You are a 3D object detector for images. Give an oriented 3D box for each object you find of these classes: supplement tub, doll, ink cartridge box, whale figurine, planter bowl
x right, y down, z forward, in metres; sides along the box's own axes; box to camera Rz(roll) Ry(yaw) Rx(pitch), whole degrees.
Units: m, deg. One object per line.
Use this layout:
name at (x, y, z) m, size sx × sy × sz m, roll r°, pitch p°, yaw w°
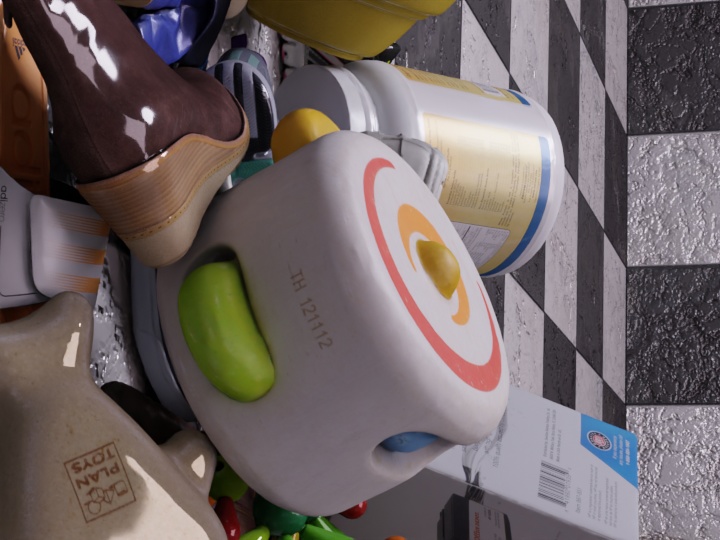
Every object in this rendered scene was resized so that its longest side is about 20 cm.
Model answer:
supplement tub at (0.037, -0.075, 1.222) m, size 0.198 × 0.144 × 0.147 m, roll 7°, pitch 79°, yaw -36°
doll at (-0.109, -0.172, 1.028) m, size 0.200 × 0.048 × 0.138 m, roll -39°, pitch 141°, yaw -71°
ink cartridge box at (0.087, 0.146, 1.149) m, size 0.145 × 0.198 × 0.084 m, roll -71°, pitch -177°, yaw -62°
whale figurine at (-0.147, 0.116, 0.824) m, size 0.158 × 0.103 × 0.202 m, roll -23°, pitch 95°, yaw -33°
planter bowl at (-0.025, -0.203, 1.158) m, size 0.084 × 0.199 × 0.200 m, roll -66°, pitch 167°, yaw 14°

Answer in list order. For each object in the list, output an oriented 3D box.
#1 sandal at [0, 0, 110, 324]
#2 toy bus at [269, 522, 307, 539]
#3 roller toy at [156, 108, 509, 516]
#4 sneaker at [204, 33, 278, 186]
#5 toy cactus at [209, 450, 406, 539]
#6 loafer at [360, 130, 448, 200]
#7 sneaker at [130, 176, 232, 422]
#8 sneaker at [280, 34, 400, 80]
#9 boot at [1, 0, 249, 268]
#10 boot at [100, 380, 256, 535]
sandal at (-0.161, -0.041, 0.843) m, size 0.079 × 0.058 × 0.210 m, roll -11°, pitch 99°, yaw -72°
toy bus at (0.005, 0.249, 1.133) m, size 0.201 × 0.190 × 0.137 m, roll -77°, pitch 155°, yaw -43°
roller toy at (-0.007, 0.024, 0.891) m, size 0.183 × 0.139 × 0.201 m, roll 52°, pitch 21°, yaw -25°
sneaker at (-0.072, -0.052, 1.096) m, size 0.088 × 0.073 × 0.202 m, roll -82°, pitch 174°, yaw -62°
toy cactus at (-0.046, 0.119, 0.996) m, size 0.200 × 0.101 × 0.167 m, roll 31°, pitch 42°, yaw -55°
loafer at (0.000, 0.000, 1.074) m, size 0.070 × 0.069 × 0.202 m, roll 115°, pitch -7°, yaw -63°
sneaker at (-0.100, 0.000, 1.014) m, size 0.073 × 0.070 × 0.202 m, roll -53°, pitch 140°, yaw -63°
sneaker at (-0.011, -0.150, 1.288) m, size 0.074 × 0.086 × 0.203 m, roll -36°, pitch 122°, yaw -69°
boot at (-0.122, -0.113, 0.850) m, size 0.201 × 0.072 × 0.168 m, roll -90°, pitch 158°, yaw -62°
boot at (-0.111, 0.173, 0.978) m, size 0.200 × 0.063 × 0.189 m, roll 42°, pitch 40°, yaw -68°
